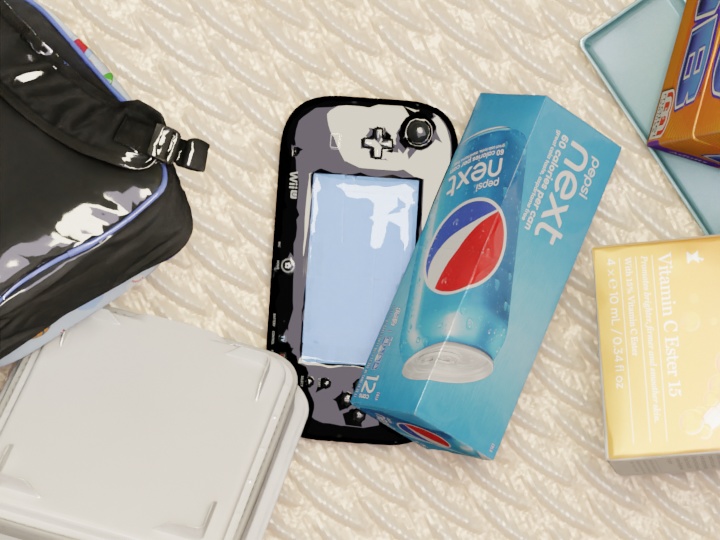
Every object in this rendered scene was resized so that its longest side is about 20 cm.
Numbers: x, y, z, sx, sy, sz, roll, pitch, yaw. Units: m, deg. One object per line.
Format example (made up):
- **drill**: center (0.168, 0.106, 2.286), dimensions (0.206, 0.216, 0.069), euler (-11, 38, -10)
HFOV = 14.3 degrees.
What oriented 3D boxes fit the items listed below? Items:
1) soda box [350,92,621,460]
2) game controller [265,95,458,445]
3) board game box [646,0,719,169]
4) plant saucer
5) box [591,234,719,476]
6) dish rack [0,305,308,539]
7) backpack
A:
- **soda box**: center (0.072, 0.002, 1.639), dimensions (0.068, 0.064, 0.201), euler (32, 75, -34)
- **game controller**: center (0.000, 0.000, 1.673), dimensions (0.104, 0.042, 0.201), euler (4, 91, -6)
- **board game box**: center (0.302, -0.141, 1.609), dimensions (0.199, 0.200, 0.201), euler (16, 87, -9)
- **plant saucer**: center (0.210, -0.072, 1.704), dimensions (0.070, 0.019, 0.200), euler (-35, 94, -4)
- **box**: center (0.237, 0.045, 1.639), dimensions (0.199, 0.097, 0.125), euler (-6, 80, 8)
- **dish rack**: center (-0.125, 0.093, 1.587), dimensions (0.171, 0.200, 0.044), euler (15, 131, 5)
- **backpack**: center (-0.202, -0.055, 1.586), dimensions (0.199, 0.154, 0.191), euler (-31, 70, -10)
